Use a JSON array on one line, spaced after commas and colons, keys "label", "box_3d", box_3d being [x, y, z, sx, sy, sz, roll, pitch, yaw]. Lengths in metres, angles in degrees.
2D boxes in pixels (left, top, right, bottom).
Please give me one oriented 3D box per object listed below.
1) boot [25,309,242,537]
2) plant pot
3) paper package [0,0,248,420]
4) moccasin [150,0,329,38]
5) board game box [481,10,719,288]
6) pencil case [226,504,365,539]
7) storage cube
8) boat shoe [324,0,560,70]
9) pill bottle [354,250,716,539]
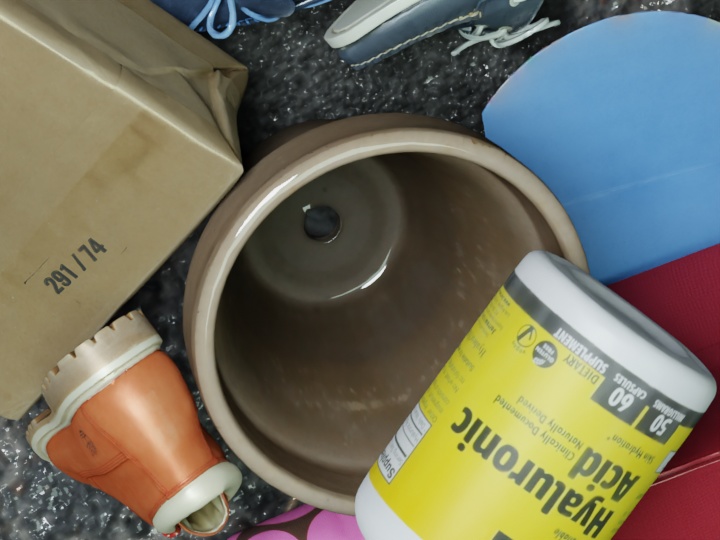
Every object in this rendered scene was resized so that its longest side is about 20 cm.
[{"label": "boot", "box_3d": [-0.111, 0.096, 1.213, 0.075, 0.200, 0.107, -37, 85, -13]}, {"label": "plant pot", "box_3d": [0.000, 0.000, 1.221, 0.199, 0.175, 0.202, -5, 111, -12]}, {"label": "paper package", "box_3d": [-0.181, -0.054, 1.166, 0.190, 0.104, 0.200, 32, 117, -21]}, {"label": "moccasin", "box_3d": [-0.050, -0.164, 1.205, 0.199, 0.068, 0.081, -21, 114, -6]}, {"label": "board game box", "box_3d": [0.144, -0.056, 1.311, 0.157, 0.039, 0.201, -15, 122, -7]}, {"label": "pencil case", "box_3d": [0.018, 0.159, 1.330, 0.199, 0.094, 0.091, -26, 114, -5]}, {"label": "storage cube", "box_3d": [0.199, 0.106, 1.296, 0.179, 0.171, 0.201, -21, 124, -1]}, {"label": "boat shoe", "box_3d": [0.076, -0.151, 1.241, 0.199, 0.075, 0.062, -32, 112, -15]}, {"label": "pill bottle", "box_3d": [0.067, 0.100, 1.121, 0.111, 0.111, 0.200, 31, 100, -22]}]
